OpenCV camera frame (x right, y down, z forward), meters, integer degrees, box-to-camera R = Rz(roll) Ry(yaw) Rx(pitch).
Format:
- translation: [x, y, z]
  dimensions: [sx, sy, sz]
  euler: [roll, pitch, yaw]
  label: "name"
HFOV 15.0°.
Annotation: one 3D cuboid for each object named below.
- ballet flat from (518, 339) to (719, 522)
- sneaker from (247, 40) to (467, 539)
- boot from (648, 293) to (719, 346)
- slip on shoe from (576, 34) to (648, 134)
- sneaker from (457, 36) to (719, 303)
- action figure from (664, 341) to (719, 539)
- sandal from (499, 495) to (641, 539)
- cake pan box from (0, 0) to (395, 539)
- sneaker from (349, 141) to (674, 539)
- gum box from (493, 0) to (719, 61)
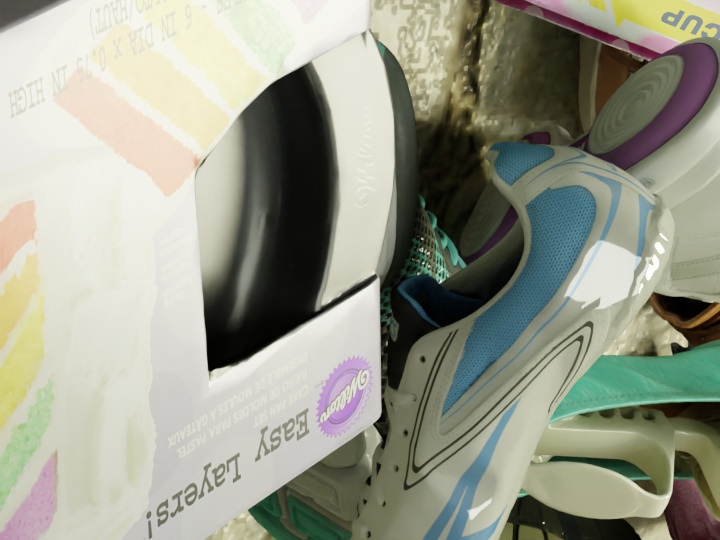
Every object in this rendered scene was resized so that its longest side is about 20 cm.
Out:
- translation: [0.116, 0.065, 1.037]
  dimensions: [0.199, 0.071, 0.068]
  euler: [0, 143, -20]
  label: "ballet flat"
- translation: [0.000, 0.000, 0.929]
  dimensions: [0.091, 0.077, 0.201]
  euler: [-36, 142, -41]
  label: "sneaker"
- translation: [0.174, -0.061, 1.089]
  dimensions: [0.201, 0.076, 0.155]
  euler: [-61, 161, 9]
  label: "boot"
- translation: [0.123, -0.134, 1.025]
  dimensions: [0.061, 0.075, 0.202]
  euler: [-101, -161, -85]
  label: "slip on shoe"
- translation: [0.099, -0.010, 0.949]
  dimensions: [0.099, 0.200, 0.075]
  euler: [31, 68, -14]
  label: "sneaker"
- translation: [0.157, 0.130, 1.117]
  dimensions: [0.149, 0.133, 0.201]
  euler: [97, -6, -50]
  label: "action figure"
- translation: [0.075, 0.132, 1.097]
  dimensions: [0.057, 0.080, 0.201]
  euler: [-30, 141, 24]
  label: "sandal"
- translation: [-0.070, -0.004, 0.734]
  dimensions: [0.200, 0.052, 0.185]
  euler: [-30, 132, -41]
  label: "cake pan box"
- translation: [0.028, 0.047, 0.885]
  dimensions: [0.201, 0.072, 0.072]
  euler: [-62, -177, 19]
  label: "sneaker"
- translation: [0.102, -0.133, 0.933]
  dimensions: [0.199, 0.066, 0.114]
  euler: [18, 93, -28]
  label: "gum box"
